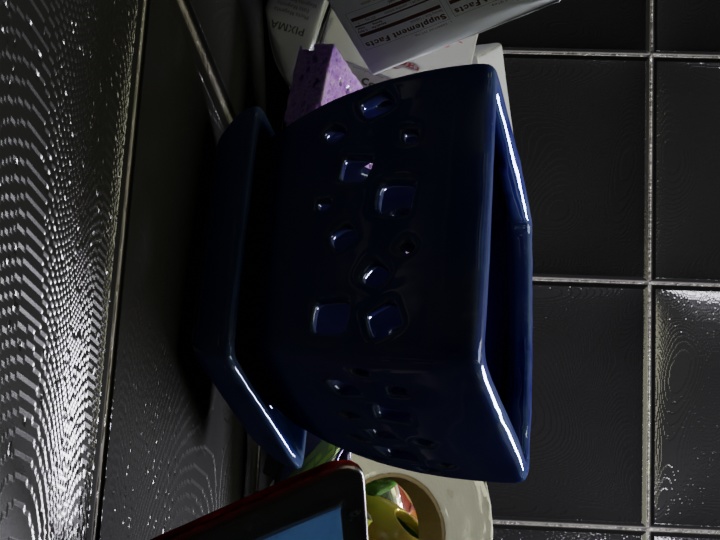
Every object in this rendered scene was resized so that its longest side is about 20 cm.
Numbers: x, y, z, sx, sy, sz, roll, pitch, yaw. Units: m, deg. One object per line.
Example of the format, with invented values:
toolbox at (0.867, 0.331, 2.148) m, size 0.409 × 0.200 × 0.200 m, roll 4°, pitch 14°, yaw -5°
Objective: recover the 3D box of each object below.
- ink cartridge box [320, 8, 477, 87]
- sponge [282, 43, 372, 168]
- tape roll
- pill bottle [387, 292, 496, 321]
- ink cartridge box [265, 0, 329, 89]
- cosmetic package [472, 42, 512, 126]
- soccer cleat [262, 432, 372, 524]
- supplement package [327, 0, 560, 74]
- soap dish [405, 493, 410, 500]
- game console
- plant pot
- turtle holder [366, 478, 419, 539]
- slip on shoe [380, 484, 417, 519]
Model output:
ink cartridge box at (0.032, -0.191, 1.268) m, size 0.200 × 0.116 × 0.068 m, roll -74°, pitch -176°, yaw -46°
sponge at (-0.004, -0.065, 1.160) m, size 0.200 × 0.030 × 0.112 m, roll 49°, pitch 45°, yaw -58°
tape roll at (0.015, 0.211, 1.256) m, size 0.037 × 0.202 × 0.204 m, roll -4°, pitch -97°, yaw 58°
pill bottle at (0.019, 0.046, 1.125) m, size 0.113 × 0.199 × 0.113 m, roll 2°, pitch 90°, yaw -85°
ink cartridge box at (-0.051, -0.193, 1.249) m, size 0.163 × 0.057 × 0.201 m, roll -78°, pitch -171°, yaw -67°
cosmetic package at (0.079, -0.088, 1.385) m, size 0.071 × 0.101 × 0.201 m, roll -35°, pitch 118°, yaw -63°
soccer cleat at (-0.037, 0.196, 1.155) m, size 0.065 × 0.083 × 0.201 m, roll -33°, pitch 133°, yaw -87°
supplement package at (0.033, -0.283, 1.079) m, size 0.200 × 0.147 × 0.192 m, roll 56°, pitch 26°, yaw -34°
soap dish at (0.010, 0.137, 1.539) m, size 0.200 × 0.081 × 0.158 m, roll 90°, pitch -12°, yaw -47°
game console at (-0.059, 0.207, 0.736) m, size 0.200 × 0.118 × 0.173 m, roll 86°, pitch 7°, yaw -49°
plant pot at (0.006, 0.011, 0.976) m, size 0.200 × 0.179 × 0.201 m, roll 65°, pitch 25°, yaw -60°
turtle holder at (-0.004, 0.238, 1.346) m, size 0.141 × 0.131 × 0.186 m, roll 49°, pitch 44°, yaw -82°
slip on shoe at (0.021, 0.224, 1.432) m, size 0.061 × 0.074 × 0.201 m, roll -50°, pitch 127°, yaw -50°
